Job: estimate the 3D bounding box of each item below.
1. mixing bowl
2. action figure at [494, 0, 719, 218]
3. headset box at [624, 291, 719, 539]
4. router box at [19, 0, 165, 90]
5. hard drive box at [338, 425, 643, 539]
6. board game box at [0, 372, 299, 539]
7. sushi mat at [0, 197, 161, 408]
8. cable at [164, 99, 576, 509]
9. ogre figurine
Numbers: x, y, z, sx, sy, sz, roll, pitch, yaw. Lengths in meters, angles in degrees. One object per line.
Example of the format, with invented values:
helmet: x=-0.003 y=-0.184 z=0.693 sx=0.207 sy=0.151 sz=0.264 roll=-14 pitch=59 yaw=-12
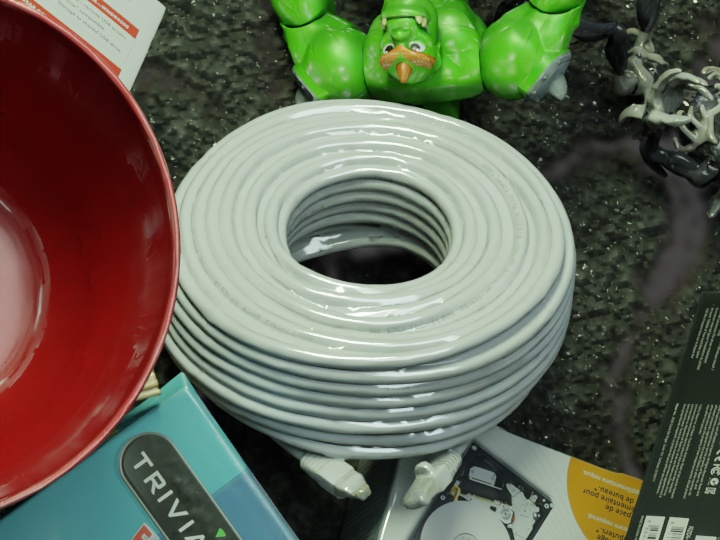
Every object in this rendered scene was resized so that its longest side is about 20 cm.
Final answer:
mixing bowl: x=-0.170 y=0.000 z=0.889 sx=0.198 sy=0.108 sz=0.202 roll=1 pitch=80 yaw=-8
action figure: x=0.170 y=-0.108 z=1.223 sx=0.199 sy=0.102 sz=0.119 roll=33 pitch=61 yaw=-3
headset box: x=0.207 y=0.138 z=1.093 sx=0.200 sy=0.092 sz=0.175 roll=59 pitch=44 yaw=-42
router box: x=-0.196 y=-0.109 z=1.021 sx=0.200 sy=0.049 sz=0.180 roll=38 pitch=40 yaw=-18
hard drive box: x=0.059 y=0.184 z=1.085 sx=0.155 sy=0.077 sz=0.201 roll=20 pitch=65 yaw=-12
board game box: x=-0.111 y=0.164 z=0.984 sx=0.199 sy=0.047 sz=0.151 roll=-36 pitch=97 yaw=-3
sushi mat: x=-0.188 y=0.031 z=0.943 sx=0.199 sy=0.012 sz=0.096 roll=-15 pitch=83 yaw=-11
cable: x=0.000 y=0.000 z=1.087 sx=0.199 sy=0.070 sz=0.200 roll=28 pitch=48 yaw=24
ogre figurine: x=0.038 y=-0.140 z=1.170 sx=0.198 sy=0.098 sz=0.121 roll=1 pitch=83 yaw=-1
